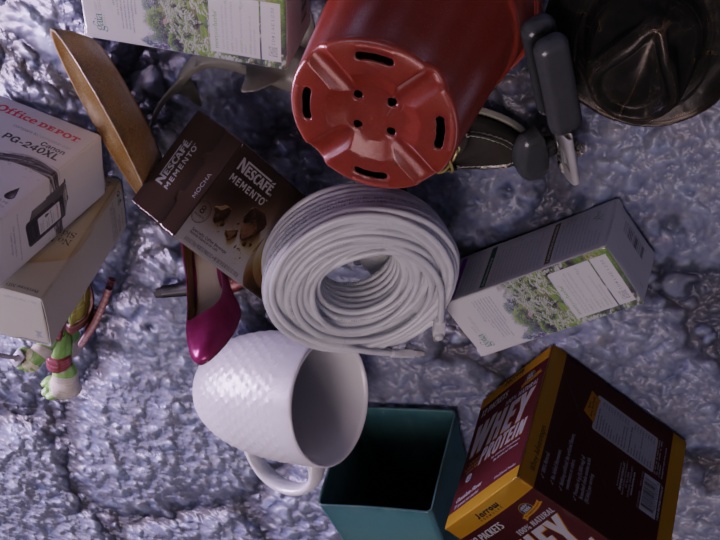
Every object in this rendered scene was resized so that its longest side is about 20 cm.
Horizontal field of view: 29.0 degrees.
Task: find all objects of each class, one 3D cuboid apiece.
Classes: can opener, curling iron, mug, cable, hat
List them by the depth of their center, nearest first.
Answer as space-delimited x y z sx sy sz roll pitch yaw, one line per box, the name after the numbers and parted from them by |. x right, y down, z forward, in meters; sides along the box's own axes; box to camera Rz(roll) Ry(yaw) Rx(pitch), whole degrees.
0.242 -0.190 1.205 0.198 0.081 0.202 12 133 13 | hat
0.168 -0.143 1.250 0.066 0.053 0.201 -24 144 -6 | can opener
0.000 0.000 1.368 0.197 0.070 0.201 2 135 -14 | cable
-0.155 0.011 1.582 0.198 0.026 0.049 -7 165 31 | curling iron
-0.097 0.167 1.607 0.174 0.147 0.203 3 113 37 | mug

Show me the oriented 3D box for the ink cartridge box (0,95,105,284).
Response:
-0.381 -0.085 1.453 0.144 0.200 0.084 22 134 19 | ink cartridge box

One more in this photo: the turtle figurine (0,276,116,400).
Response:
-0.392 0.059 1.647 0.144 0.199 0.195 42 149 30 | turtle figurine

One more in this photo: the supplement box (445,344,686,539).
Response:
0.227 0.233 1.515 0.199 0.198 0.133 35 134 -11 | supplement box

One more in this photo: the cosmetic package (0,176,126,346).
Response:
-0.341 -0.021 1.507 0.102 0.201 0.074 12 134 10 | cosmetic package

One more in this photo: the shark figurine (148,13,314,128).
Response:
-0.114 -0.189 1.347 0.211 0.090 0.129 3 130 17 | shark figurine

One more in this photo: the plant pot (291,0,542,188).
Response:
0.040 -0.188 1.201 0.198 0.196 0.202 12 135 13 | plant pot

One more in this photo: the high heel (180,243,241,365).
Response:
-0.170 0.005 1.466 0.067 0.201 0.096 -22 127 28 | high heel

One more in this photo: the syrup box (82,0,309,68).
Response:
-0.150 -0.251 1.263 0.197 0.082 0.079 11 135 10 | syrup box

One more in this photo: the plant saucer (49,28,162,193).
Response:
-0.247 -0.159 1.394 0.035 0.200 0.202 -30 126 -11 | plant saucer

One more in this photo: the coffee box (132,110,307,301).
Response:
-0.117 -0.054 1.389 0.080 0.113 0.200 36 177 39 | coffee box

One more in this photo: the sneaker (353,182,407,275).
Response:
0.011 -0.047 1.433 0.084 0.073 0.201 -5 130 22 | sneaker

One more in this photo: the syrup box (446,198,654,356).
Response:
0.189 0.010 1.409 0.198 0.082 0.079 -21 119 36 | syrup box

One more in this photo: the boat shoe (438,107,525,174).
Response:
0.063 -0.121 1.330 0.198 0.061 0.072 9 143 -4 | boat shoe

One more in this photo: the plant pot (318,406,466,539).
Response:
0.058 0.282 1.678 0.139 0.142 0.201 0 138 21 | plant pot
